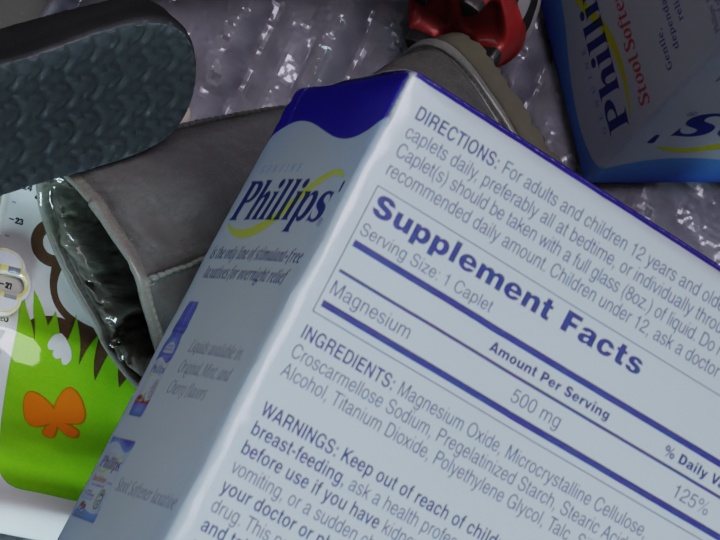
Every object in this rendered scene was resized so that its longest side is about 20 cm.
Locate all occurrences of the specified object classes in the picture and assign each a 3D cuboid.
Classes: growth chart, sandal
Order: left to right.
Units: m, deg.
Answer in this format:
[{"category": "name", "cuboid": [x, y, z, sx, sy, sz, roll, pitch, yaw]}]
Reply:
[{"category": "sandal", "cuboid": [-0.152, -0.056, 0.924, 0.200, 0.075, 0.048, -13, 37, -34]}, {"category": "growth chart", "cuboid": [-0.109, 0.013, 0.996, 0.144, 0.018, 0.201, 4, 67, -23]}]

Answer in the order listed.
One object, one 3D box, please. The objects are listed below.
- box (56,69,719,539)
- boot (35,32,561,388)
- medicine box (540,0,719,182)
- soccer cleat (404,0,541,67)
[{"category": "box", "cuboid": [0.026, 0.064, 0.885, 0.184, 0.105, 0.200, 31, 80, -19]}, {"category": "boot", "cuboid": [0.000, 0.002, 1.006, 0.200, 0.073, 0.182, -24, 69, -42]}, {"category": "medicine box", "cuboid": [0.200, -0.122, 1.083, 0.182, 0.200, 0.103, -1, 66, -24]}, {"category": "soccer cleat", "cuboid": [0.052, -0.169, 1.055, 0.068, 0.200, 0.085, 17, 47, 18]}]
